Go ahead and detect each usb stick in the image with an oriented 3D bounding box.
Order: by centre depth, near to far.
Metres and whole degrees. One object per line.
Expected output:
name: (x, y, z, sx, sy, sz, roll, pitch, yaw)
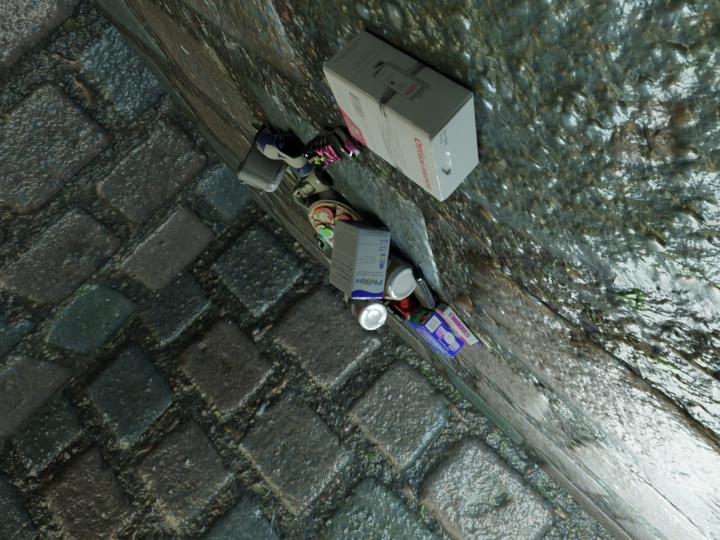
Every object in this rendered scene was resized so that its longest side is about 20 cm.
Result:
usb stick: (0.195, 0.055, 1.568, 0.200, 0.032, 0.056, 57, -164, -56)

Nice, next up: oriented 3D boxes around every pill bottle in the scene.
pill bottle: (0.077, -0.005, 1.608, 0.200, 0.114, 0.115, 38, 170, 43)
pill bottle: (0.014, 0.135, 2.000, 0.114, 0.114, 0.200, 49, 179, -31)

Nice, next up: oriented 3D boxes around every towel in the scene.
towel: (-0.295, -0.412, 1.801, 0.152, 0.023, 0.200, 42, 172, 33)

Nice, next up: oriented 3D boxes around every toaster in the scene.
toaster: (-0.296, -0.345, 1.627, 0.128, 0.201, 0.114, 28, 176, -9)

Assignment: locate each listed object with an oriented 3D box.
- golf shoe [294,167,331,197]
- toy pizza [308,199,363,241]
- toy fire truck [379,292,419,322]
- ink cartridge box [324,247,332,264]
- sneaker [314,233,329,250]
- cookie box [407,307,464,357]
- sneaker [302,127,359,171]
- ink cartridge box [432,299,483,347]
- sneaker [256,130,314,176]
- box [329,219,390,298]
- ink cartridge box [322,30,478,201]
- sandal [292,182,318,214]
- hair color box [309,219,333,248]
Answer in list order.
golf shoe: (-0.147, -0.258, 1.581, 0.077, 0.088, 0.200, 48, 171, -15)
toy pizza: (-0.078, -0.145, 1.646, 0.198, 0.032, 0.201, 17, 146, 12)
toy fire truck: (0.120, 0.088, 1.945, 0.176, 0.128, 0.201, 41, 161, 30)
ink cartridge box: (-0.064, -0.014, 2.485, 0.145, 0.088, 0.200, 37, 171, 46)
sneaker: (-0.113, -0.121, 2.030, 0.074, 0.118, 0.201, 39, 172, 27)
cookie box: (0.279, 0.229, 1.939, 0.171, 0.075, 0.200, 46, 173, -9)
sneaker: (-0.071, -0.258, 1.126, 0.074, 0.087, 0.200, 49, 172, -29)
ink cartridge box: (0.309, 0.179, 1.660, 0.200, 0.037, 0.095, 46, 173, -20)
sneaker: (-0.221, -0.363, 1.486, 0.199, 0.081, 0.115, 34, 165, 25)
box: (-0.005, -0.037, 1.515, 0.104, 0.202, 0.184, 3, -168, -24)
ink cartridge box: (0.058, -0.206, 0.697, 0.200, 0.083, 0.147, 42, 172, 27)
sandal: (-0.177, -0.253, 1.885, 0.057, 0.080, 0.201, 17, 163, 37)
hair color box: (-0.068, -0.132, 1.747, 0.109, 0.065, 0.200, -10, 136, 37)
